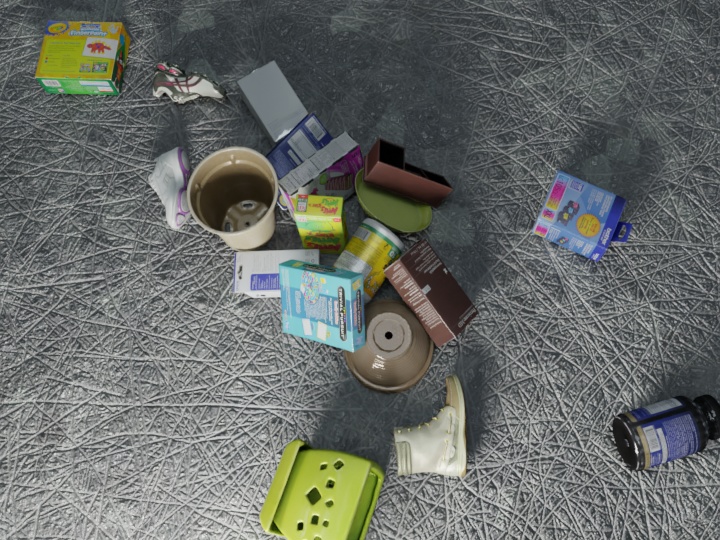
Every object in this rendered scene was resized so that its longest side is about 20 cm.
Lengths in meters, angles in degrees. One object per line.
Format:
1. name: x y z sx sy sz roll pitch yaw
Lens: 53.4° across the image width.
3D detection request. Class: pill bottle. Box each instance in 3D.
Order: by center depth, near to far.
1. pill bottle: 0.613 0.316 1.420 0.194 0.112 0.115 -15 70 -3
2. pill bottle: 0.000 0.000 1.555 0.111 0.113 0.202 33 83 14

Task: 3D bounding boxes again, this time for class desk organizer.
1. desk organizer: 0.108 -0.218 1.605 0.195 0.077 0.073 17 57 -20

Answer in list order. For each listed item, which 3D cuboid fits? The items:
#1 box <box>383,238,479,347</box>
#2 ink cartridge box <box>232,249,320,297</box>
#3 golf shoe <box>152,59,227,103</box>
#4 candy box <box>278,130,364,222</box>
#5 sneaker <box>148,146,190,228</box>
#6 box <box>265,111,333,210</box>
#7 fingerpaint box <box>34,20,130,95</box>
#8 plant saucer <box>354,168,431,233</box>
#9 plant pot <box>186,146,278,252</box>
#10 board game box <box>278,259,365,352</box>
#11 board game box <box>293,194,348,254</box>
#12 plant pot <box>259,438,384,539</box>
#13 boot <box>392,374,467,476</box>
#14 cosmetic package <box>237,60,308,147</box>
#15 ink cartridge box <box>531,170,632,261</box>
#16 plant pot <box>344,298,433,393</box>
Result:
1. box: 0.150 0.046 1.515 0.100 0.075 0.202 -37 91 -37
2. ink cartridge box: -0.187 0.007 1.607 0.194 0.039 0.102 -1 70 1
3. golf shoe: -0.422 -0.450 1.774 0.195 0.077 0.090 19 92 12
4. candy box: -0.081 -0.200 1.621 0.198 0.137 0.061 -37 58 -10
5. sneaker: -0.448 -0.187 1.681 0.097 0.075 0.205 -12 65 13
6. box: -0.147 -0.253 1.661 0.200 0.032 0.122 -45 113 -9
7. fingerpaint box: -0.697 -0.536 1.806 0.194 0.074 0.172 2 71 3
8. plant saucer: 0.069 -0.154 1.612 0.195 0.031 0.203 20 42 -18
9. plant pot: -0.265 -0.137 1.585 0.194 0.184 0.206 -1 70 2
10. board game box: -0.081 0.070 1.489 0.196 0.046 0.156 11 111 36
11. board game box: -0.081 -0.096 1.552 0.098 0.201 0.049 4 69 4
12. plant pot: -0.075 0.441 1.368 0.177 0.200 0.205 16 71 15
13. boot: 0.140 0.316 1.466 0.150 0.072 0.206 -1 70 5
14. cosmetic package: -0.203 -0.390 1.729 0.111 0.081 0.203 -28 70 -8
15. ink cartridge box: 0.502 -0.116 1.601 0.196 0.077 0.139 25 73 9
16. plant pot: 0.060 0.151 1.516 0.194 0.093 0.207 -1 71 3
